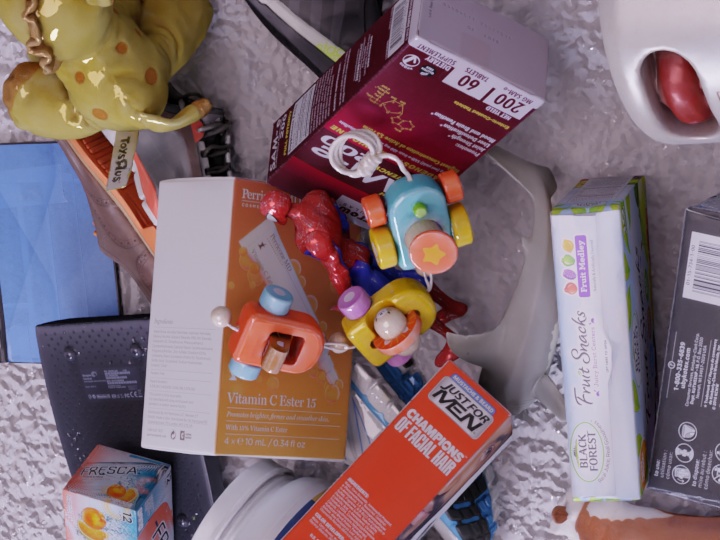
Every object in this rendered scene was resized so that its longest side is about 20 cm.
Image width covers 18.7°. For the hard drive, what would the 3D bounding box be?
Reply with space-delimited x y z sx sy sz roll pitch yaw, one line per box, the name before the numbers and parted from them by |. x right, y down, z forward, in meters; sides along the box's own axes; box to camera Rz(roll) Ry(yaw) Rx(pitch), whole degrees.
hard drive | -0.180 0.128 1.765 0.134 0.042 0.201 -4 109 29

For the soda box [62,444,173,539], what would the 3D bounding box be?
soda box | -0.191 0.240 1.760 0.068 0.064 0.201 14 128 17

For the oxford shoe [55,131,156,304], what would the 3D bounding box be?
oxford shoe | -0.197 -0.055 1.735 0.073 0.071 0.200 -41 81 34

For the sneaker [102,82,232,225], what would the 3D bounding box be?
sneaker | -0.130 -0.085 1.691 0.082 0.077 0.200 -39 82 22

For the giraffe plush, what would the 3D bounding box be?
giraffe plush | -0.211 -0.182 1.616 0.172 0.162 0.200 -22 46 9

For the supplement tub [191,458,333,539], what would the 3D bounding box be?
supplement tub | -0.024 0.247 1.664 0.200 0.144 0.145 32 114 18

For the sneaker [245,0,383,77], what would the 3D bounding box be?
sneaker | -0.020 -0.192 1.626 0.083 0.072 0.200 -44 76 -2

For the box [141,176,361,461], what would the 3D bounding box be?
box | -0.080 0.037 1.619 0.097 0.124 0.201 0 86 51

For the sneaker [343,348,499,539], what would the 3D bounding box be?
sneaker | 0.028 0.137 1.663 0.087 0.075 0.200 -45 70 34

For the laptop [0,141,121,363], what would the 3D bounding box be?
laptop | -0.313 -0.004 1.785 0.116 0.199 0.188 12 109 61

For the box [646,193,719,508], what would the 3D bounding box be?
box | 0.281 0.055 1.478 0.132 0.115 0.201 13 106 26

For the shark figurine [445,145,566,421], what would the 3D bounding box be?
shark figurine | 0.102 0.024 1.551 0.089 0.128 0.215 0 112 -16

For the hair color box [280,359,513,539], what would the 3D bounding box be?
hair color box | 0.019 0.163 1.545 0.064 0.111 0.200 41 84 12

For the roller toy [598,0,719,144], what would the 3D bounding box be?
roller toy | 0.244 -0.173 1.407 0.139 0.182 0.201 -3 99 28

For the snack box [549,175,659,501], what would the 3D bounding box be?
snack box | 0.172 0.044 1.514 0.053 0.142 0.201 -3 100 16

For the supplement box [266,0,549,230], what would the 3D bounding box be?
supplement box | 0.030 -0.110 1.530 0.109 0.061 0.200 24 141 -22

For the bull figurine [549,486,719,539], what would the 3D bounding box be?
bull figurine | 0.223 0.217 1.573 0.199 0.065 0.122 2 106 30

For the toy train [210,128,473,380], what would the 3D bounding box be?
toy train | -0.004 0.009 1.508 0.200 0.150 0.056 -61 28 22

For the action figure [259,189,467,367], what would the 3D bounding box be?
action figure | 0.000 0.000 1.578 0.052 0.066 0.200 -28 130 29
